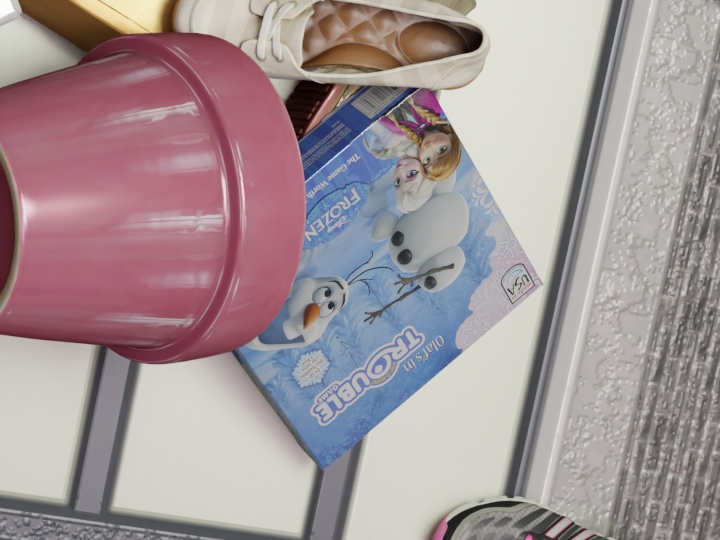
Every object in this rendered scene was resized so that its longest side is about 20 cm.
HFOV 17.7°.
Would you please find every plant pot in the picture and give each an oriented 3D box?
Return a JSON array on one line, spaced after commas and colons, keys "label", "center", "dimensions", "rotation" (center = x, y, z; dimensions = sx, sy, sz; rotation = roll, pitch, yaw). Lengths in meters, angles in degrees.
[{"label": "plant pot", "center": [-0.160, -0.037, 1.347], "dimensions": [0.178, 0.199, 0.201], "rotation": [-8, 102, -43]}]

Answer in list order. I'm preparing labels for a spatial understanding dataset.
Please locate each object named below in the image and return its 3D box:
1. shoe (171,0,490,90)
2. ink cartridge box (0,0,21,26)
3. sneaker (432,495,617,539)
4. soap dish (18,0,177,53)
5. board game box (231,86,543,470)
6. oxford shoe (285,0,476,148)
[{"label": "shoe", "center": [-0.016, -0.149, 1.420], "dimensions": [0.199, 0.053, 0.070], "rotation": [5, 91, -8]}, {"label": "ink cartridge box", "center": [-0.316, -0.150, 1.373], "dimensions": [0.199, 0.145, 0.084], "rotation": [-27, 106, -12]}, {"label": "sneaker", "center": [0.148, 0.212, 1.606], "dimensions": [0.199, 0.087, 0.074], "rotation": [19, 93, -19]}, {"label": "soap dish", "center": [-0.110, -0.217, 1.462], "dimensions": [0.157, 0.081, 0.201], "rotation": [32, 87, -19]}, {"label": "board game box", "center": [0.000, 0.000, 1.516], "dimensions": [0.200, 0.043, 0.199], "rotation": [-40, 130, -8]}, {"label": "oxford shoe", "center": [0.007, -0.118, 1.521], "dimensions": [0.075, 0.070, 0.200], "rotation": [35, 87, -22]}]
